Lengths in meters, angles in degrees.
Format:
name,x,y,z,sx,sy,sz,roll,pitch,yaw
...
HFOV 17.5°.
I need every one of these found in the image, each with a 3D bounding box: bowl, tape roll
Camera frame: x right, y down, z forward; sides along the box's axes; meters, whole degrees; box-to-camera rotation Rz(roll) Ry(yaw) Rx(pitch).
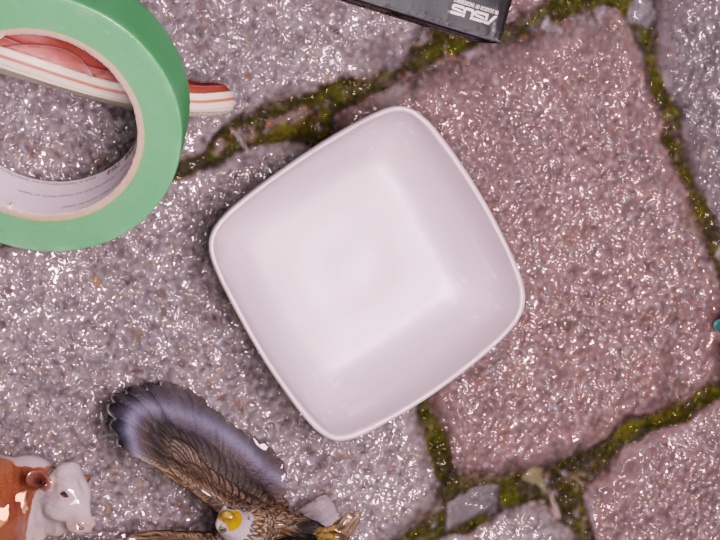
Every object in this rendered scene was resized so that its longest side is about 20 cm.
name,x,y,z,sx,sy,sz,roll,pitch,yaw
bowl,0.000,0.000,1.703,0.199,0.075,0.201,-34,102,-10
tape roll,-0.217,-0.109,1.592,0.199,0.048,0.201,2,124,3

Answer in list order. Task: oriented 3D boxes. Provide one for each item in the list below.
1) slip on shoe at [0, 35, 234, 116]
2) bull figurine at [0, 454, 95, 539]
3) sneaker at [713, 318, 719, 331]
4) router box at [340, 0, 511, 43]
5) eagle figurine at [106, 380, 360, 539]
name,x,y,z,sx,sy,sz,roll,pitch,yaw
slip on shoe,-0.181,-0.150,1.641,0.199,0.074,0.062,16,88,-12
bull figurine,-0.281,0.170,1.625,0.199,0.065,0.122,17,91,7
sneaker,0.331,0.017,1.798,0.120,0.084,0.201,-9,99,-24
router box,0.025,-0.263,1.691,0.199,0.062,0.151,14,92,-17
eagle figurine,-0.102,0.182,1.681,0.199,0.151,0.152,18,46,12
